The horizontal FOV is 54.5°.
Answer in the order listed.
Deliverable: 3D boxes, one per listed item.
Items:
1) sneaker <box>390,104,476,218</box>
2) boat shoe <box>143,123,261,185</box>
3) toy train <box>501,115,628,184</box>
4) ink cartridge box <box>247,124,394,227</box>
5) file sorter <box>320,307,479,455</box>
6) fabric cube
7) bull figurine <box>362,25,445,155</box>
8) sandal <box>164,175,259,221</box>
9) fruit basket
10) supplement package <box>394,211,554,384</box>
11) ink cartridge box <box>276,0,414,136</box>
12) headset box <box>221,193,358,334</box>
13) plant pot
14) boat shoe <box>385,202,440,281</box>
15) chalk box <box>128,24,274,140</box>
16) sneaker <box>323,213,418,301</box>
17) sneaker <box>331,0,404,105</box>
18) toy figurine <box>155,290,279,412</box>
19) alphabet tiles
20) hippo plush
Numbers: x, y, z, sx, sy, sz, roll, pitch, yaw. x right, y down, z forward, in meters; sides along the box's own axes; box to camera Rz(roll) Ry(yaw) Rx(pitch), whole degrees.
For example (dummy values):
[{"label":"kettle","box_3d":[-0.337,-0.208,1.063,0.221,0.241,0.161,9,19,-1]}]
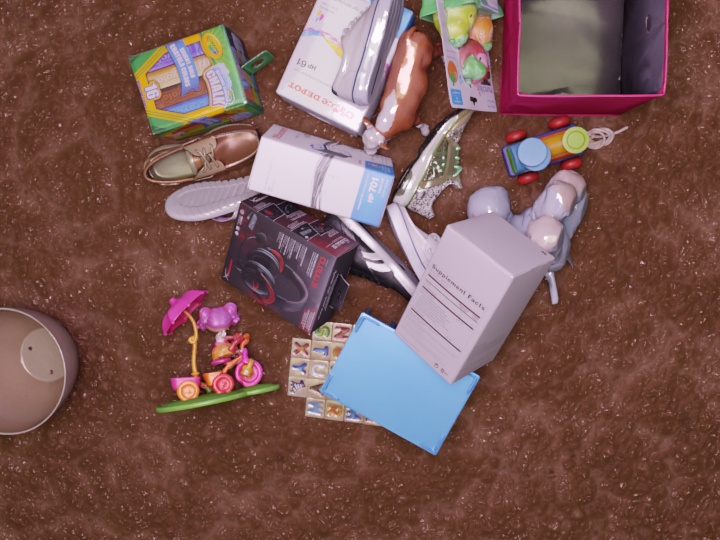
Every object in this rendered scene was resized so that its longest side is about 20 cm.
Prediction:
[{"label":"sneaker","box_3d":[0.132,-0.168,1.106,0.088,0.077,0.200,33,104,-9]},{"label":"boat shoe","box_3d":[-0.254,-0.177,1.119,0.199,0.074,0.076,-17,113,9]},{"label":"toy train","box_3d":[0.321,-0.196,1.059,0.199,0.116,0.085,-17,94,6]},{"label":"ink cartridge box","box_3d":[-0.056,-0.146,1.060,0.199,0.146,0.086,17,108,-6]},{"label":"file sorter","box_3d":[0.061,0.165,1.103,0.200,0.123,0.139,28,96,1]},{"label":"fabric cube","box_3d":[0.310,-0.334,1.006,0.196,0.199,0.201,1,96,5]},{"label":"bull figurine","box_3d":[0.069,-0.264,1.064,0.065,0.121,0.200,29,108,26]},{"label":"sandal","box_3d":[-0.217,-0.109,1.140,0.202,0.083,0.050,-10,137,4]},{"label":"fruit basket","box_3d":[0.162,-0.338,1.029,0.094,0.185,0.201,-12,92,32]},{"label":"supplement package","box_3d":[0.158,0.037,0.994,0.120,0.121,0.200,42,126,26]},{"label":"ink cartridge box","box_3d":[-0.022,-0.329,1.090,0.144,0.085,0.200,26,98,1]},{"label":"headset box","box_3d":[-0.104,-0.009,1.083,0.200,0.075,0.149,31,122,16]},{"label":"plant pot","box_3d":[-0.548,0.150,1.150,0.200,0.134,0.201,0,96,4]},{"label":"boat shoe","box_3d":[0.106,-0.028,1.112,0.065,0.074,0.200,-29,111,2]},{"label":"chalk box","box_3d":[-0.229,-0.293,1.089,0.199,0.125,0.124,-15,94,7]},{"label":"sneaker","box_3d":[0.000,0.000,1.131,0.112,0.073,0.200,-45,84,12]},{"label":"sneaker","box_3d":[0.008,-0.341,1.010,0.071,0.073,0.201,18,89,16]},{"label":"toy figurine","box_3d":[-0.243,0.120,1.139,0.199,0.150,0.185,-8,85,-17]},{"label":"alphabet tiles","box_3d":[-0.021,0.173,1.174,0.199,0.006,0.167,6,95,4]},{"label":"hippo plush","box_3d":[0.250,-0.080,1.078,0.160,0.200,0.160,19,68,26]}]
